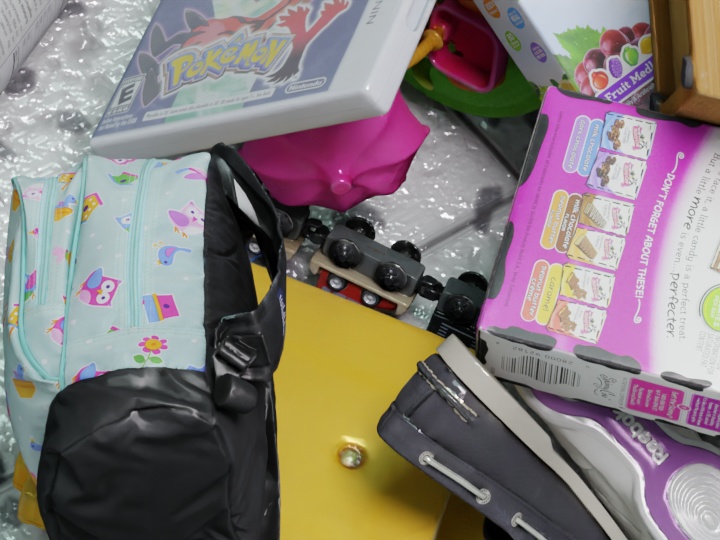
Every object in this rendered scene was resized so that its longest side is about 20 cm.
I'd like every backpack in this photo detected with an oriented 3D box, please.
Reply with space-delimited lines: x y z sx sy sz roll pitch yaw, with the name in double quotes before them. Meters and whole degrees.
"backpack" -0.098 0.033 1.186 0.126 0.167 0.201 0 49 -6

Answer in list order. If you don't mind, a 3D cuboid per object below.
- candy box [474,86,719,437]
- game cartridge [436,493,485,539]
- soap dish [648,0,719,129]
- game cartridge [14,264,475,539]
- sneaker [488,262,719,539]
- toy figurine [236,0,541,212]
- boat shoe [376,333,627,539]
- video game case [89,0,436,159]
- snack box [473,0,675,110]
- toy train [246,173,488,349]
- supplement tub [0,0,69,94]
"candy box" 0.167 0.005 1.255 0.199 0.061 0.137 15 67 9
"game cartridge" -0.011 0.160 1.278 0.199 0.033 0.177 2 55 -9
"soap dish" 0.182 -0.160 1.267 0.081 0.157 0.201 -3 86 -2
"game cartridge" -0.051 0.081 1.282 0.199 0.033 0.177 21 53 4
"sneaker" 0.123 0.079 1.317 0.075 0.100 0.201 -31 80 -14
"toy figurine" -0.011 -0.113 1.392 0.199 0.151 0.184 25 45 20
"boat shoe" 0.076 0.112 1.265 0.063 0.200 0.073 -41 36 -1
"video game case" -0.034 -0.141 1.339 0.023 0.199 0.183 45 54 -33
"snack box" 0.158 -0.172 1.364 0.200 0.053 0.143 -37 94 -18
"toy train" 0.000 0.000 1.387 0.199 0.046 0.034 25 37 5
"supplement tub" -0.223 -0.163 1.403 0.131 0.132 0.200 26 53 7
